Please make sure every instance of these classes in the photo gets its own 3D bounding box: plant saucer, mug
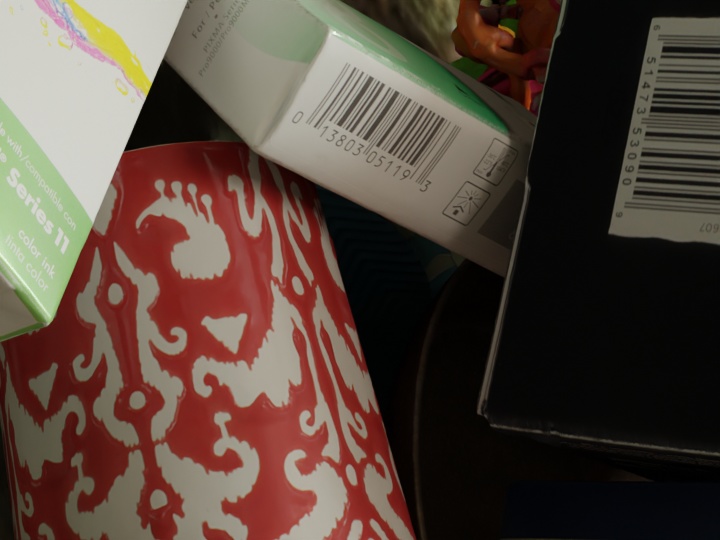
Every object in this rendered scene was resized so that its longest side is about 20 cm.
[{"bbox_3d":[0.058,0.090,0.910,0.200,0.036,0.202,30,53,-52],"label":"plant saucer"},{"bbox_3d":[-0.052,0.081,0.814,0.133,0.178,0.201,-8,72,-16],"label":"mug"}]

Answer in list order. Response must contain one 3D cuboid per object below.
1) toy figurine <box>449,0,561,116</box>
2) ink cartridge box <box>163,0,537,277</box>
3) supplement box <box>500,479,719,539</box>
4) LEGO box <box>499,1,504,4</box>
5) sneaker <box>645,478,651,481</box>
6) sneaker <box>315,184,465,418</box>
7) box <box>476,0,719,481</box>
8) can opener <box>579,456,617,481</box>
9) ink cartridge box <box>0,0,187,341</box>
[{"bbox_3d":[0.092,-0.115,0.963,0.151,0.199,0.184,60,-3,26],"label":"toy figurine"},{"bbox_3d":[-0.020,-0.079,0.872,0.161,0.050,0.200,25,17,-45],"label":"ink cartridge box"},{"bbox_3d":[0.143,0.184,0.814,0.199,0.134,0.201,19,76,-33],"label":"supplement box"},{"bbox_3d":[0.183,-0.138,1.215,0.149,0.199,0.078,-11,83,-59],"label":"LEGO box"},{"bbox_3d":[0.167,0.030,0.993,0.200,0.075,0.088,-35,116,-33],"label":"sneaker"},{"bbox_3d":[0.000,0.000,0.961,0.200,0.076,0.081,46,26,-56],"label":"sneaker"},{"bbox_3d":[0.158,-0.022,0.837,0.196,0.123,0.201,21,78,-49],"label":"box"},{"bbox_3d":[0.076,0.011,1.054,0.079,0.063,0.201,82,-4,-53],"label":"can opener"},{"bbox_3d":[-0.119,-0.059,0.751,0.067,0.117,0.201,53,35,-30],"label":"ink cartridge box"}]
